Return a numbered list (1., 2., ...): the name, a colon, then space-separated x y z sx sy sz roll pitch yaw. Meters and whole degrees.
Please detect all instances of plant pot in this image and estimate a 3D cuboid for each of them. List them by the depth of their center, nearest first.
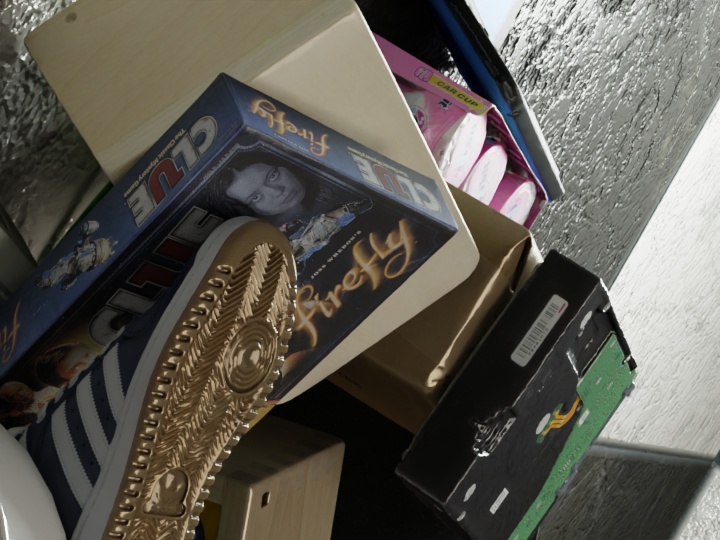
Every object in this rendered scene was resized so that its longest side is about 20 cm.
1. plant pot: -0.019 0.175 1.438 0.177 0.200 0.200 -34 151 -26

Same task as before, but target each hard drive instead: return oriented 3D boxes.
1. hard drive: 0.087 0.079 1.166 0.140 0.038 0.200 -55 159 -6

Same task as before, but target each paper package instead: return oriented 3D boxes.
1. paper package: 0.000 0.000 1.190 0.104 0.200 0.191 -55 160 -9

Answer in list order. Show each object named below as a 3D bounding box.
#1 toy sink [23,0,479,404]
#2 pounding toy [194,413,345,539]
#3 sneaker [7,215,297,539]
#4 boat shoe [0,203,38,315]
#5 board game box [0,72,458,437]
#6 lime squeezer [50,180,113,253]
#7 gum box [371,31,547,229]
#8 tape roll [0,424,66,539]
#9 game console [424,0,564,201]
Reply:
1. toy sink: -0.047 -0.055 1.029 0.130 0.112 0.200 -34 140 -2
2. pounding toy: -0.139 0.161 1.157 0.142 0.200 0.185 -19 122 -61
3. sneaker: -0.107 0.059 0.919 0.070 0.108 0.200 23 90 -51
4. boat shoe: -0.184 0.000 0.969 0.071 0.070 0.201 -31 158 -4
5. board game box: -0.073 0.015 0.962 0.135 0.035 0.200 24 121 -42
6. lime squeezer: -0.105 -0.088 1.075 0.070 0.038 0.200 0 125 -31
7. gum box: 0.032 -0.071 1.292 0.066 0.113 0.200 -57 160 -5
8. tape roll: -0.217 0.128 0.859 0.203 0.202 0.071 -57 160 -5
9. game console: 0.106 -0.163 1.348 0.118 0.171 0.200 -32 159 3
